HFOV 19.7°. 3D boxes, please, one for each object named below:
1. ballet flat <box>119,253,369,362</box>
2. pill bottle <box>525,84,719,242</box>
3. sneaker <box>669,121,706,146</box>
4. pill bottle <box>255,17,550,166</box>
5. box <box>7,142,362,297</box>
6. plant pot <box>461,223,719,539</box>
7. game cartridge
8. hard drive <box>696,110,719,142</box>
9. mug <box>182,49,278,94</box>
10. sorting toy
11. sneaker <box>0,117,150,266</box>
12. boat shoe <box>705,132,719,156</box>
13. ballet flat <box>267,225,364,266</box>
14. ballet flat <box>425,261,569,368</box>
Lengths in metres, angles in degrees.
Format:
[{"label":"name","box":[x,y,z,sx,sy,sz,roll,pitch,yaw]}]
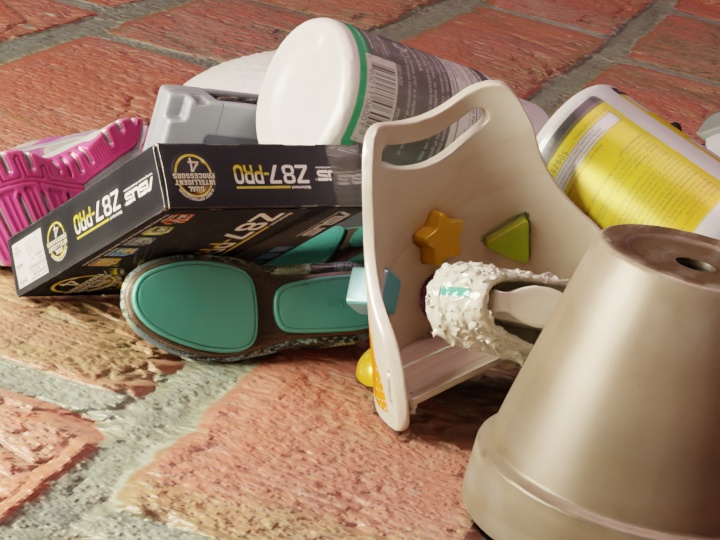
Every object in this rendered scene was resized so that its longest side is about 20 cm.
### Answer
[{"label":"ballet flat","box":[-0.078,0.027,1.379,0.199,0.075,0.074,5,19,-30]},{"label":"pill bottle","box":[0.211,-0.032,1.404,0.200,0.112,0.112,38,27,25]},{"label":"sneaker","box":[0.322,-0.063,1.677,0.199,0.084,0.077,18,23,-9]},{"label":"pill bottle","box":[0.035,-0.100,1.475,0.199,0.114,0.113,16,12,-35]},{"label":"box","box":[-0.115,-0.031,1.359,0.161,0.049,0.200,-4,-15,-39]},{"label":"plant pot","box":[0.174,0.073,1.200,0.199,0.174,0.200,13,17,-4]},{"label":"game cartridge","box":[-0.077,-0.062,1.515,0.199,0.134,0.042,4,26,-38]},{"label":"hard drive","box":[0.364,-0.056,1.592,0.200,0.026,0.132,42,-15,-10]},{"label":"mug","box":[-0.066,-0.099,1.670,0.174,0.148,0.200,-3,-9,-22]},{"label":"sorting toy","box":[0.062,-0.023,1.341,0.199,0.181,0.107,-22,23,-31]},{"label":"sneaker","box":[-0.235,-0.050,1.478,0.088,0.082,0.200,-9,8,46]},{"label":"boat shoe","box":[0.325,-0.028,1.605,0.062,0.200,0.072,-20,29,19]},{"label":"ballet flat","box":[0.000,0.000,1.462,0.199,0.071,0.067,-17,21,32]},{"label":"ballet flat","box":[0.132,0.037,1.296,0.199,0.072,0.072,11,15,-32]}]
